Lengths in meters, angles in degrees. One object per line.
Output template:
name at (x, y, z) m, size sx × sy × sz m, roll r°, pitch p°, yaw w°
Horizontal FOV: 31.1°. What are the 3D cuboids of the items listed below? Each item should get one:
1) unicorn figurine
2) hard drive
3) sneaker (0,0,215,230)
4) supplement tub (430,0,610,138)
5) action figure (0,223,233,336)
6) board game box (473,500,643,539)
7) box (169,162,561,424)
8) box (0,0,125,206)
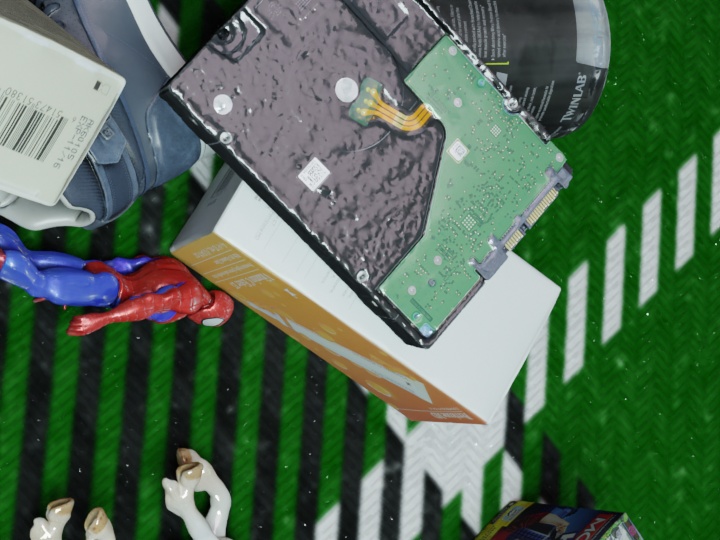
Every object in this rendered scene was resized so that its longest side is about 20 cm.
unicorn figurine at (-0.103, 0.183, 0.763) m, size 0.198 × 0.074 × 0.139 m, roll -16°, pitch 103°, yaw -8°
hard drive at (0.008, -0.075, 0.704) m, size 0.200 × 0.038 × 0.140 m, roll 44°, pitch 79°, yaw -14°
sneaker at (-0.185, -0.119, 0.743) m, size 0.146 × 0.077 × 0.203 m, roll -42°, pitch 101°, yaw -36°
supplement tub at (0.047, -0.142, 0.824) m, size 0.198 × 0.122 × 0.124 m, roll -4°, pitch 86°, yaw -21°
action figure at (-0.162, 0.009, 0.758) m, size 0.198 × 0.065 × 0.052 m, roll 9°, pitch 106°, yaw -33°
board game box at (0.085, 0.230, 0.761) m, size 0.200 × 0.200 × 0.062 m, roll -43°, pitch 99°, yaw -18°
box at (0.000, 0.000, 0.792) m, size 0.199 × 0.124 × 0.098 m, roll 35°, pitch 74°, yaw -13°
box at (-0.222, -0.123, 0.671) m, size 0.095 × 0.200 × 0.078 m, roll 21°, pitch 104°, yaw -52°
